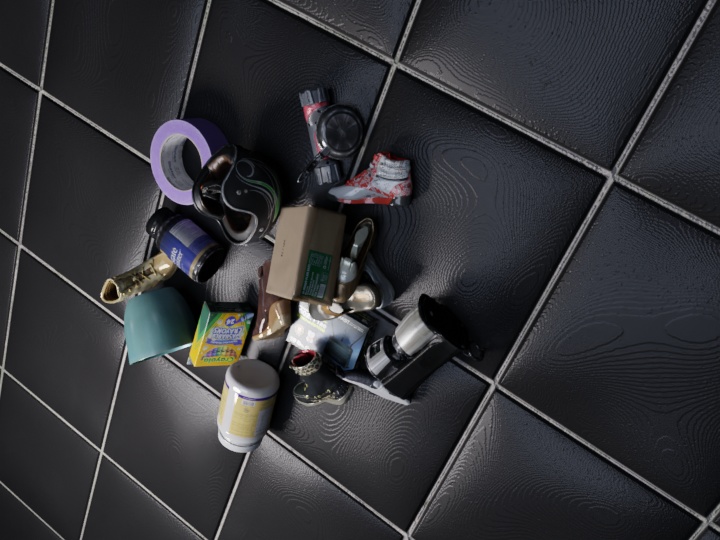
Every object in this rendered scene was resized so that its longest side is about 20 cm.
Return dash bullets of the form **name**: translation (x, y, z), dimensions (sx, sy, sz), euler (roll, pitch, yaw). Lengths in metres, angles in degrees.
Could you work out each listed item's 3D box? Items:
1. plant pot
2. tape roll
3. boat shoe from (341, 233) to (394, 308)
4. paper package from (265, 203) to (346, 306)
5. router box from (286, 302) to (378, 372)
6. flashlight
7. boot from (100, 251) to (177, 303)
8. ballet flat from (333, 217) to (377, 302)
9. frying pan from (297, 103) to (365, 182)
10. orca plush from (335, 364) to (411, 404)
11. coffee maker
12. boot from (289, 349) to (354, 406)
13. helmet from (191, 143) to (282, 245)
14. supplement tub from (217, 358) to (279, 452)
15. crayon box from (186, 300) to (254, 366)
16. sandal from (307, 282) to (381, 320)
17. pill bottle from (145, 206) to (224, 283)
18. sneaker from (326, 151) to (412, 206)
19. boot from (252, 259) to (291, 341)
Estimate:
- **plant pot**: translation (-0.539, 0.140, 1.627), dimensions (0.197, 0.199, 0.166), euler (-21, 85, 29)
- **tape roll**: translation (-0.419, -0.272, 1.507), dimensions (0.194, 0.085, 0.206), euler (7, 108, 23)
- **boat shoe**: translation (0.000, 0.001, 1.385), dimensions (0.070, 0.071, 0.202), euler (-42, 84, 29)
- **paper package**: translation (-0.122, -0.036, 1.338), dimensions (0.189, 0.101, 0.207), euler (7, 86, 64)
- **router box**: translation (-0.070, 0.145, 1.465), dimensions (0.196, 0.062, 0.153), euler (28, 114, 16)
- **flashlight**: translation (-0.083, -0.298, 1.348), dimensions (0.066, 0.068, 0.206), euler (-15, 102, -9)
- **boot**: translation (-0.592, 0.016, 1.631), dimensions (0.197, 0.155, 0.074), euler (-27, 93, 29)
- **ballet flat**: translation (-0.015, -0.031, 1.322), dimensions (0.066, 0.073, 0.204), euler (24, 71, 8)
- **frying pan**: translation (-0.074, -0.283, 1.312), dimensions (0.186, 0.031, 0.117), euler (-28, 107, -7)
- **orca plush**: translation (0.038, 0.248, 1.423), dimensions (0.195, 0.073, 0.106), euler (18, 158, -2)
- **coffee maker**: translation (0.134, 0.188, 1.337), dimensions (0.193, 0.134, 0.200), euler (47, 119, 6)
- **boot**: translation (-0.125, 0.256, 1.470), dimensions (0.200, 0.074, 0.154), euler (-9, 131, 45)
- **helmet**: translation (-0.270, -0.170, 1.402), dimensions (0.197, 0.204, 0.190), euler (-25, 136, 29)
- **supplement tub**: translation (-0.297, 0.353, 1.588), dimensions (0.142, 0.145, 0.205), euler (24, 114, 17)
- **crayon box**: translation (-0.366, 0.179, 1.582), dimensions (0.052, 0.123, 0.204), euler (48, 125, 43)
- **sandal**: translation (-0.045, 0.074, 1.363), dimensions (0.195, 0.054, 0.084), euler (-7, 104, 32)
- **pill bottle**: translation (-0.453, -0.070, 1.565), dimensions (0.198, 0.111, 0.113), euler (37, 117, 12)
- **sneaker**: translation (0.019, -0.202, 1.323), dimensions (0.195, 0.067, 0.111), euler (6, 106, 21)
- **boot**: translation (-0.232, 0.079, 1.531), dimensions (0.199, 0.071, 0.171), euler (-34, 66, 52)
